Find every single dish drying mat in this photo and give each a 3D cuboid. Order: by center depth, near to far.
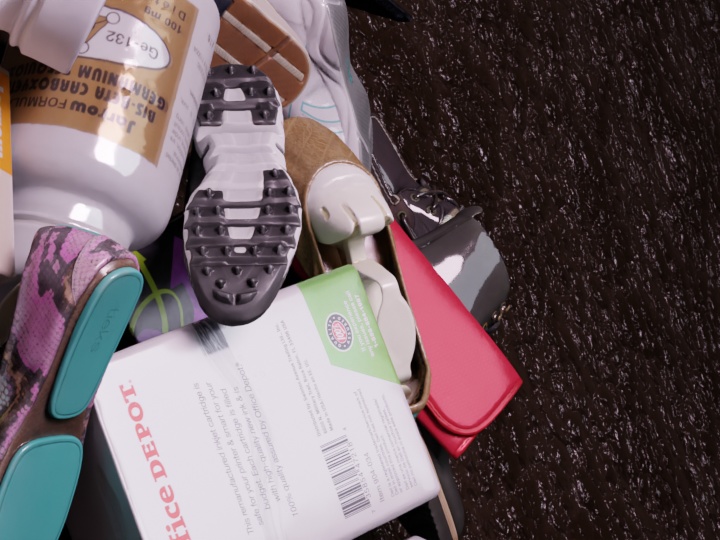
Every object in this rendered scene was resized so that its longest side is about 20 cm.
[{"bbox_3d":[0.021,0.020,1.279,0.200,0.018,0.077,50,60,-11],"label":"dish drying mat"}]

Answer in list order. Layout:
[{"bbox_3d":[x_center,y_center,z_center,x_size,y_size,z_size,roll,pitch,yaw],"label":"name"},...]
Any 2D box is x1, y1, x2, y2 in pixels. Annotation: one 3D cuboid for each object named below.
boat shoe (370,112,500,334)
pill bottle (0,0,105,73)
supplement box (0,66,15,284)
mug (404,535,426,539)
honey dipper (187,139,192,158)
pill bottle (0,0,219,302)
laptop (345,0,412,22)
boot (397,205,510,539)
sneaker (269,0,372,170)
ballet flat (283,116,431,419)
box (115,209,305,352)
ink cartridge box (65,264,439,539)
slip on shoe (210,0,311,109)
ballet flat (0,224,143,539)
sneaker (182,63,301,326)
[{"bbox_3d":[0.048,-0.035,1.554,0.201,0.064,0.073,63,29,-11],"label":"boat shoe"},{"bbox_3d":[-0.216,-0.188,1.031,0.199,0.114,0.114,28,39,-10],"label":"pill bottle"},{"bbox_3d":[-0.261,-0.071,0.997,0.200,0.073,0.127,29,48,-52],"label":"supplement box"},{"bbox_3d":[0.038,0.256,1.216,0.176,0.147,0.200,62,-9,6],"label":"mug"},{"bbox_3d":[-0.154,-0.094,1.258,0.199,0.038,0.038,4,69,-57],"label":"honey dipper"},{"bbox_3d":[-0.153,-0.070,1.126,0.114,0.114,0.201,38,56,-46],"label":"pill bottle"},{"bbox_3d":[-0.061,-0.280,1.477,0.177,0.199,0.104,31,83,-50],"label":"laptop"},{"bbox_3d":[0.060,0.070,1.337,0.138,0.077,0.201,-28,107,-26],"label":"boot"},{"bbox_3d":[-0.038,-0.122,1.460,0.071,0.080,0.201,-82,161,-55],"label":"sneaker"},{"bbox_3d":[0.000,0.000,1.219,0.067,0.072,0.202,-15,91,-22],"label":"ballet flat"},{"bbox_3d":[-0.072,0.059,1.237,0.143,0.036,0.201,-34,100,-41],"label":"box"},{"bbox_3d":[-0.072,0.099,1.147,0.199,0.084,0.147,-20,89,-39],"label":"ink cartridge box"},{"bbox_3d":[-0.108,-0.176,1.233,0.200,0.076,0.061,40,5,-32],"label":"slip on shoe"},{"bbox_3d":[-0.171,0.071,1.036,0.069,0.071,0.201,4,109,-59],"label":"ballet flat"},{"bbox_3d":[-0.069,-0.026,1.165,0.201,0.066,0.091,-97,-173,-48],"label":"sneaker"}]
